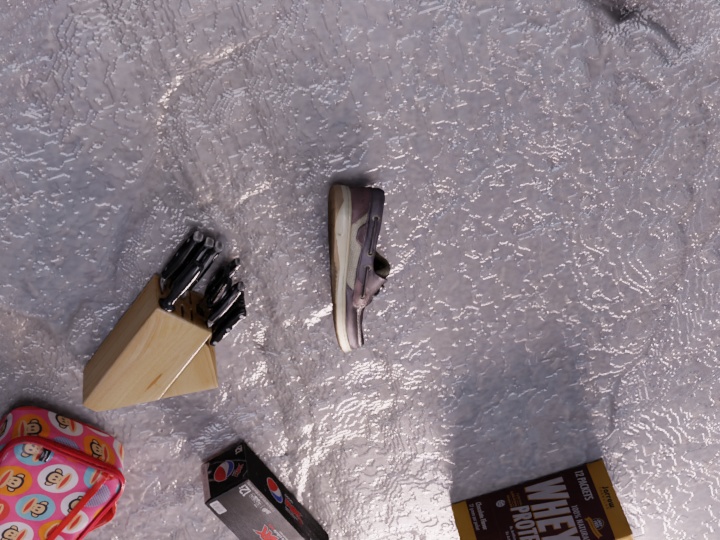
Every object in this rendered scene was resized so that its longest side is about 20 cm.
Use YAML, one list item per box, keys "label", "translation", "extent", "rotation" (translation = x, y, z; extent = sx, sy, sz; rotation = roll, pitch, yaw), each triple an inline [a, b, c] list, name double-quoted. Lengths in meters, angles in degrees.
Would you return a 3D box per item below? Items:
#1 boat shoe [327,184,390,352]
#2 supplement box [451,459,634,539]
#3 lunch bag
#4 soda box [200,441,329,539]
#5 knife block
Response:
- label: "boat shoe"
  translation: [0.000, 0.000, 1.521]
  extent: [0.065, 0.072, 0.200]
  rotation: [-3, 120, -2]
- label: "supplement box"
  translation: [0.241, 0.374, 1.787]
  extent: [0.200, 0.133, 0.197]
  rotation: [-17, 126, 2]
- label: "lunch bag"
  translation: [-0.363, 0.257, 1.638]
  extent: [0.176, 0.082, 0.200]
  rotation: [27, 118, -30]
- label: "soda box"
  translation: [-0.109, 0.297, 1.710]
  extent: [0.063, 0.071, 0.200]
  rotation: [-29, 125, 10]
- label: "knife block"
  translation: [-0.215, 0.051, 1.524]
  extent: [0.200, 0.064, 0.176]
  rotation: [-11, 125, -1]
